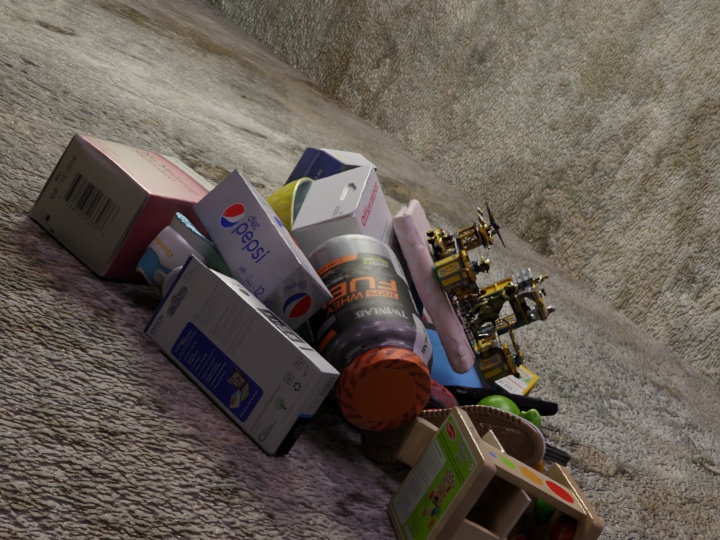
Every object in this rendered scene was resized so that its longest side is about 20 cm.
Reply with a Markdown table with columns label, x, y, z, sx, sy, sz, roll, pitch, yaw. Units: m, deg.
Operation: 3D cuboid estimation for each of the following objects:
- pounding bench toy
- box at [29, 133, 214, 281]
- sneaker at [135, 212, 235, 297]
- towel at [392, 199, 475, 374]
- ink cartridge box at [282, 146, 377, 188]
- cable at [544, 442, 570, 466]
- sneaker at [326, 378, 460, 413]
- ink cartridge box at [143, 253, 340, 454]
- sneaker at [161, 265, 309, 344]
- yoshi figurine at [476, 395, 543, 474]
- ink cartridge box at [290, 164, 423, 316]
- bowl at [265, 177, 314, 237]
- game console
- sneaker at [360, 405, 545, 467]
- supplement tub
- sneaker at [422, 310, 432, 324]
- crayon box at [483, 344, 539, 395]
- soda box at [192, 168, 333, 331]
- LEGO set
| label | x | y | z | sx | sy | sz | roll | pitch | yaw |
| --- | --- | --- | --- | --- | --- | --- | --- | --- | --- |
| pounding bench toy | 0.125 | 0.225 | 1.401 | 0.155 | 0.125 | 0.200 | 29 | 12 | -19 |
| box | -0.247 | -0.064 | 1.620 | 0.128 | 0.109 | 0.200 | 37 | 13 | 23 |
| sneaker | -0.173 | 0.018 | 1.585 | 0.076 | 0.081 | 0.200 | 41 | -6 | 41 |
| towel | 0.091 | 0.015 | 1.770 | 0.191 | 0.032 | 0.201 | -61 | 128 | -80 |
| ink cartridge box | -0.068 | -0.063 | 1.875 | 0.047 | 0.199 | 0.200 | 34 | 12 | 13 |
| cable | 0.202 | 0.228 | 1.856 | 0.096 | 0.051 | 0.200 | 15 | -12 | 29 |
| sneaker | 0.032 | 0.145 | 1.611 | 0.199 | 0.071 | 0.098 | 26 | 13 | -22 |
| ink cartridge box | -0.118 | 0.080 | 1.404 | 0.200 | 0.100 | 0.039 | 41 | 14 | 27 |
| sneaker | -0.129 | 0.052 | 1.543 | 0.200 | 0.074 | 0.118 | 40 | 15 | -19 |
| yoshi figurine | 0.155 | 0.200 | 1.636 | 0.112 | 0.113 | 0.200 | 26 | 9 | -2 |
| ink cartridge box | 0.000 | 0.000 | 1.688 | 0.145 | 0.083 | 0.201 | -71 | 144 | -61 |
| bowl | -0.090 | -0.001 | 1.727 | 0.200 | 0.107 | 0.202 | -13 | 90 | -73 |
| game console | 0.129 | 0.116 | 1.810 | 0.175 | 0.118 | 0.199 | -5 | -13 | 45 |
| sneaker | 0.111 | 0.179 | 1.526 | 0.198 | 0.072 | 0.112 | 2 | -7 | 25 |
| supplement tub | 0.005 | 0.065 | 1.512 | 0.122 | 0.123 | 0.201 | 26 | 26 | -31 |
| sneaker | 0.035 | 0.048 | 1.892 | 0.201 | 0.074 | 0.090 | 67 | 28 | -13 |
| crayon box | 0.175 | 0.149 | 2.022 | 0.125 | 0.052 | 0.200 | 35 | 13 | 11 |
| soda box | -0.105 | -0.021 | 1.518 | 0.063 | 0.068 | 0.200 | 47 | 4 | -42 |
| LEGO set | 0.169 | 0.023 | 1.734 | 0.154 | 0.115 | 0.201 | -83 | 150 | -74 |
